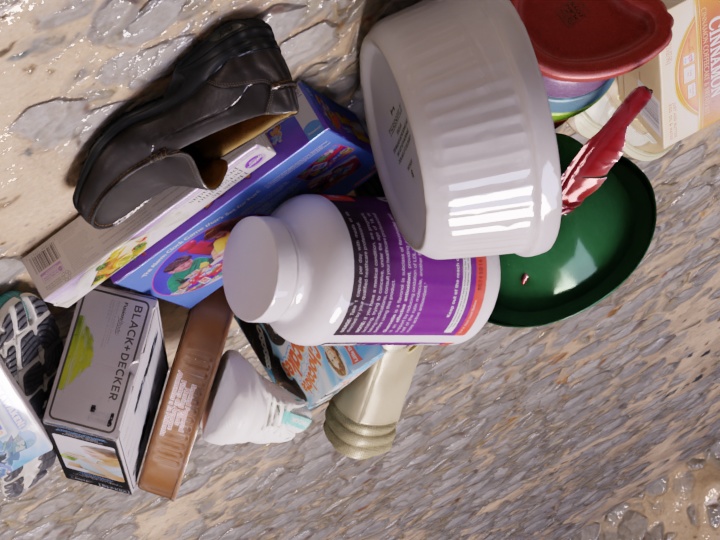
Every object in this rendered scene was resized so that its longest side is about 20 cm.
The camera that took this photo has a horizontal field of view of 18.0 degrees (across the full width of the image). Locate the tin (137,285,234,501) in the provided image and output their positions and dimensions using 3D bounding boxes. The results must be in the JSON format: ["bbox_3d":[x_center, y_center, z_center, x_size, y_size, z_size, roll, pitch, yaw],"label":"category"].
[{"bbox_3d":[-0.139,0.092,1.844,0.112,0.042,0.201,-97,-156,-70],"label":"tin"}]

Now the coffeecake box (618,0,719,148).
[{"bbox_3d":[0.303,-0.211,1.803,0.199,0.073,0.154,-27,141,-12],"label":"coffeecake box"}]

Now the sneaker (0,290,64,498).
[{"bbox_3d":[-0.279,0.092,1.734,0.077,0.079,0.201,-37,152,-41],"label":"sneaker"}]

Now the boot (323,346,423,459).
[{"bbox_3d":[0.021,0.071,1.978,0.200,0.072,0.156,-71,176,-74],"label":"boot"}]

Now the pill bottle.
[{"bbox_3d":[0.000,0.000,1.699,0.199,0.113,0.113,2,145,-36],"label":"pill bottle"}]

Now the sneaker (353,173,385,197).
[{"bbox_3d":[0.079,-0.091,1.822,0.199,0.074,0.089,-27,164,-19],"label":"sneaker"}]

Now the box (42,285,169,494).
[{"bbox_3d":[-0.197,0.095,1.776,0.060,0.117,0.200,14,164,2],"label":"box"}]

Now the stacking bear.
[{"bbox_3d":[0.141,-0.160,1.701,0.113,0.122,0.200,-34,171,-14],"label":"stacking bear"}]

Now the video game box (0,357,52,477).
[{"bbox_3d":[-0.337,0.101,1.601,0.181,0.047,0.201,-28,137,-4],"label":"video game box"}]

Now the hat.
[{"bbox_3d":[0.127,-0.078,1.708,0.199,0.166,0.176,-33,138,4],"label":"hat"}]

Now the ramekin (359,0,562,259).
[{"bbox_3d":[0.066,-0.100,1.607,0.094,0.204,0.203,-15,159,-10],"label":"ramekin"}]

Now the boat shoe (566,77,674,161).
[{"bbox_3d":[0.237,-0.142,1.939,0.066,0.074,0.200,-34,162,26],"label":"boat shoe"}]

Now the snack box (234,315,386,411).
[{"bbox_3d":[-0.047,0.047,1.848,0.037,0.117,0.200,-29,174,-20],"label":"snack box"}]

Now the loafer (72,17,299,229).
[{"bbox_3d":[-0.121,-0.083,1.536,0.200,0.073,0.073,-42,159,32],"label":"loafer"}]

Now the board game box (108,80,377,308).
[{"bbox_3d":[-0.089,-0.054,1.704,0.199,0.045,0.134,-35,161,12],"label":"board game box"}]

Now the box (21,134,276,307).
[{"bbox_3d":[-0.153,-0.045,1.634,0.200,0.042,0.039,-36,162,12],"label":"box"}]

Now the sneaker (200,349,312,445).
[{"bbox_3d":[-0.081,0.112,1.846,0.200,0.088,0.076,163,-55,-85],"label":"sneaker"}]
